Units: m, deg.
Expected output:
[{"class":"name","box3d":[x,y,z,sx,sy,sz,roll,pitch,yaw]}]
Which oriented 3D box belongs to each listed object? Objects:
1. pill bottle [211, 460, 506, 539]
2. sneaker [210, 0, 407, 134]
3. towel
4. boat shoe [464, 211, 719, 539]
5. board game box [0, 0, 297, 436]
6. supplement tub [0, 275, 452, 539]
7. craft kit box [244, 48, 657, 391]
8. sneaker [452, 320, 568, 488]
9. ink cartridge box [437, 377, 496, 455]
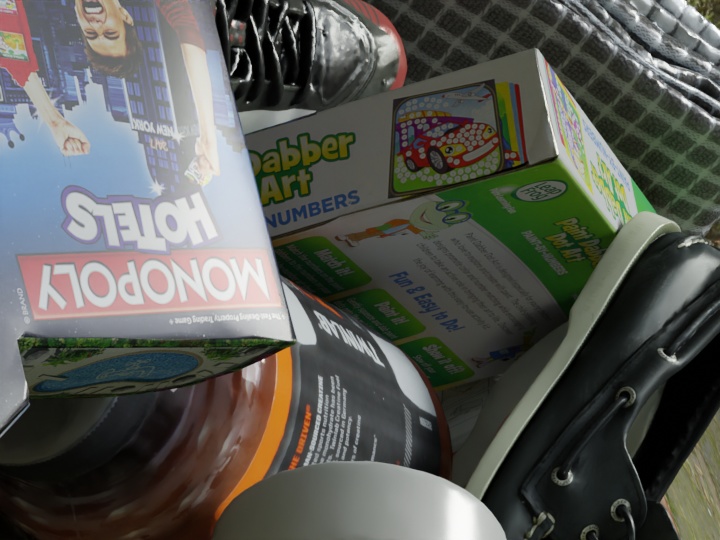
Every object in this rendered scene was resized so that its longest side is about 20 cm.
[{"class":"pill bottle","box3d":[-0.004,0.157,0.738,0.115,0.114,0.201,55,28,-43]},{"class":"sneaker","box3d":[-0.056,-0.073,0.907,0.199,0.098,0.071,3,84,-36]},{"class":"towel","box3d":[0.043,-0.057,1.064,0.199,0.166,0.086,30,36,-19]},{"class":"boat shoe","box3d":[0.081,0.073,0.900,0.200,0.066,0.075,-57,153,-28]},{"class":"board game box","box3d":[-0.115,-0.019,0.677,0.199,0.061,0.201,2,68,-46]},{"class":"supplement tub","box3d":[-0.053,0.045,0.853,0.200,0.106,0.108,33,34,-61]},{"class":"craft kit box","box3d":[0.000,0.000,0.972,0.200,0.196,0.049,42,37,-65]},{"class":"sneaker","box3d":[0.079,0.100,1.024,0.075,0.200,0.105,-3,55,-40]},{"class":"ink cartridge box","box3d":[0.026,0.073,1.174,0.051,0.108,0.200,60,12,-14]}]
